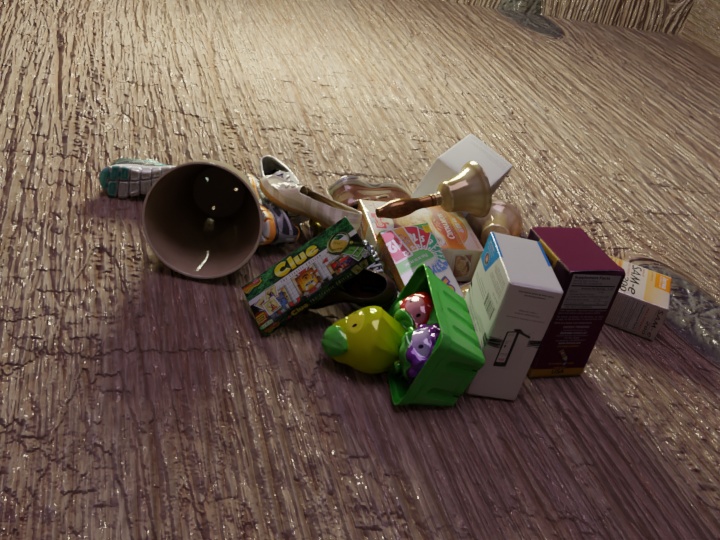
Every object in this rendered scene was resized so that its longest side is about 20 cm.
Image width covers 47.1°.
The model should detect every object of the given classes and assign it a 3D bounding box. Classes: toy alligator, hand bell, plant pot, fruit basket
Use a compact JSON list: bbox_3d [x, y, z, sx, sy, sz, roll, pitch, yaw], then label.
[{"bbox_3d":[-0.064,-0.109,1.537,0.059,0.054,0.200,2,33,-19],"label":"toy alligator"},{"bbox_3d":[0.244,-0.046,1.489,0.104,0.104,0.200,15,26,2],"label":"hand bell"},{"bbox_3d":[0.121,-0.124,1.468,0.199,0.104,0.104,-15,40,-20],"label":"hand bell"},{"bbox_3d":[-0.247,-0.108,1.371,0.187,0.188,0.200,11,19,-5],"label":"plant pot"},{"bbox_3d":[0.056,0.091,1.193,0.215,0.156,0.216,25,26,-14],"label":"fruit basket"}]

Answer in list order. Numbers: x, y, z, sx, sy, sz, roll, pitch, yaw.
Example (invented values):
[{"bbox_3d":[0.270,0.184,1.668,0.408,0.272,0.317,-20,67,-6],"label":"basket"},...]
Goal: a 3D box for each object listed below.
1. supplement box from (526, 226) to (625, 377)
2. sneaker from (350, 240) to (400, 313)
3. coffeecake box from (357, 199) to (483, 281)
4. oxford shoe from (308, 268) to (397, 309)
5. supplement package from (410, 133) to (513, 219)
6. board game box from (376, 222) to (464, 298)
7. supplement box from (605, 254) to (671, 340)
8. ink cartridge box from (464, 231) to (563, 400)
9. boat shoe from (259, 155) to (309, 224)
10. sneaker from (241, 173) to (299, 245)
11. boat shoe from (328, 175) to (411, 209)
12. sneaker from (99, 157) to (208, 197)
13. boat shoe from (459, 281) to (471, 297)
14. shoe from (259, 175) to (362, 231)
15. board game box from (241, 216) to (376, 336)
[{"bbox_3d":[0.306,0.050,1.286,0.103,0.201,0.131,1,32,-21],"label":"supplement box"},{"bbox_3d":[0.000,0.000,1.359,0.077,0.085,0.200,-18,44,-40],"label":"sneaker"},{"bbox_3d":[0.100,-0.054,1.496,0.199,0.073,0.154,3,34,-16],"label":"coffeecake box"},{"bbox_3d":[-0.045,0.018,1.282,0.199,0.084,0.073,-1,74,7],"label":"oxford shoe"},{"bbox_3d":[0.205,-0.177,1.663,0.117,0.117,0.200,39,34,7],"label":"supplement package"},{"bbox_3d":[0.106,0.013,1.361,0.095,0.030,0.200,-11,64,-24],"label":"board game box"},{"bbox_3d":[0.450,0.033,1.490,0.199,0.074,0.126,21,33,11],"label":"supplement box"},{"bbox_3d":[0.210,0.068,1.221,0.084,0.200,0.146,10,32,-10],"label":"ink cartridge box"},{"bbox_3d":[-0.145,-0.156,1.549,0.072,0.066,0.200,-22,39,-6],"label":"boat shoe"},{"bbox_3d":[-0.172,-0.104,1.480,0.077,0.078,0.200,9,33,-32],"label":"sneaker"},{"bbox_3d":[0.025,-0.127,1.588,0.200,0.076,0.072,3,57,-40],"label":"boat shoe"},{"bbox_3d":[-0.368,-0.173,1.509,0.199,0.078,0.091,9,27,-10],"label":"sneaker"},{"bbox_3d":[0.238,0.028,1.430,0.199,0.072,0.076,-9,23,-35],"label":"boat shoe"},{"bbox_3d":[-0.086,-0.122,1.446,0.200,0.053,0.070,30,28,9],"label":"shoe"},{"bbox_3d":[-0.081,0.007,1.255,0.200,0.023,0.105,-35,43,1],"label":"board game box"}]
